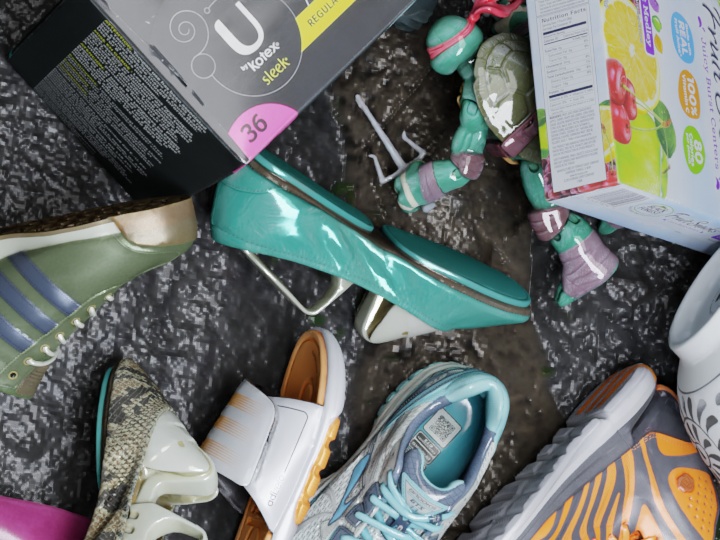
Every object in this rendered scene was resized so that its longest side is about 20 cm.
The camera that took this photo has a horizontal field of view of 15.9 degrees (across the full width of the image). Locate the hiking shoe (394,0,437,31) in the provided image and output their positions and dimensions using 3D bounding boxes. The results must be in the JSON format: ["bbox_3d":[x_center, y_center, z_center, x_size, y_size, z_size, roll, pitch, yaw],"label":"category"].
[{"bbox_3d":[-0.004,-0.231,1.446,0.087,0.074,0.200,-32,82,19],"label":"hiking shoe"}]

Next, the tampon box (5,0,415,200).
[{"bbox_3d":[-0.079,-0.133,1.373,0.126,0.200,0.150,47,72,-9],"label":"tampon box"}]

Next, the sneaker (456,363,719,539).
[{"bbox_3d":[0.135,0.155,1.477,0.200,0.078,0.112,-44,97,-18],"label":"sneaker"}]

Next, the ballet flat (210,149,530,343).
[{"bbox_3d":[0.000,0.000,1.461,0.200,0.067,0.071,27,103,-20],"label":"ballet flat"}]

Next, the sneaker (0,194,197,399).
[{"bbox_3d":[-0.176,0.022,1.371,0.200,0.067,0.090,-12,98,6],"label":"sneaker"}]

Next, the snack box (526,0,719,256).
[{"bbox_3d":[0.169,-0.095,1.469,0.200,0.053,0.143,16,67,-54],"label":"snack box"}]

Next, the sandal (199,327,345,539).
[{"bbox_3d":[-0.064,0.123,1.411,0.059,0.079,0.207,21,79,-18],"label":"sandal"}]

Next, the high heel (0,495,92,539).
[{"bbox_3d":[-0.232,0.112,1.370,0.200,0.067,0.096,47,60,-14],"label":"high heel"}]

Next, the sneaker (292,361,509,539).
[{"bbox_3d":[0.014,0.131,1.433,0.078,0.086,0.200,36,73,-11],"label":"sneaker"}]

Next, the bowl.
[{"bbox_3d":[0.235,0.034,1.455,0.094,0.201,0.201,33,74,-7],"label":"bowl"}]

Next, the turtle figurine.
[{"bbox_3d":[0.083,-0.085,1.482,0.200,0.101,0.150,48,71,-14],"label":"turtle figurine"}]

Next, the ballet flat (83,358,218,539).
[{"bbox_3d":[-0.113,0.134,1.366,0.075,0.068,0.200,-3,52,18],"label":"ballet flat"}]
